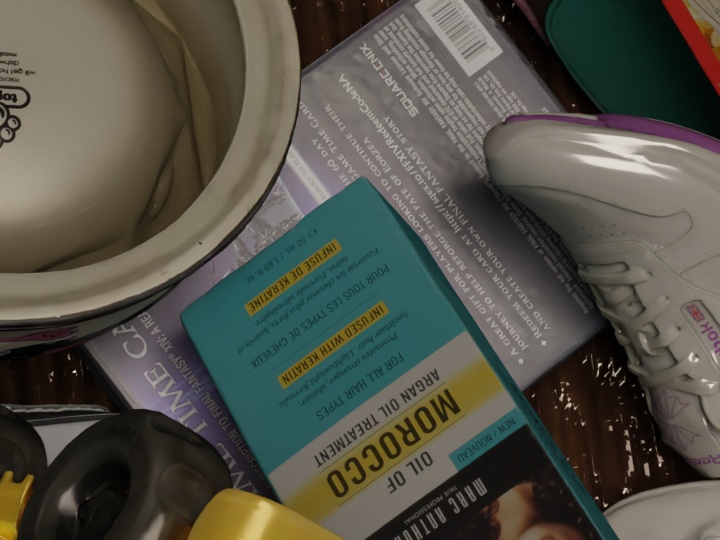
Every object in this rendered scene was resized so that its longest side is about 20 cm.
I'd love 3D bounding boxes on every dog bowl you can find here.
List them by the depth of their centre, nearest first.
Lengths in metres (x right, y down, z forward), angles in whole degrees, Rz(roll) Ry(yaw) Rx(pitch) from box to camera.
[{"bbox_3d":[-0.124,-0.059,0.760,0.199,0.074,0.201,5,64,-11],"label":"dog bowl"}]

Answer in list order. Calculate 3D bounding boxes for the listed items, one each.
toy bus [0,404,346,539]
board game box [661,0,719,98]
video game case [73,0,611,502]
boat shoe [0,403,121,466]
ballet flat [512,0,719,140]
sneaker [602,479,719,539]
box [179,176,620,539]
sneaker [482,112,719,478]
[{"bbox_3d":[-0.083,0.144,0.608,0.136,0.200,0.192,42,63,-34],"label":"toy bus"},{"bbox_3d":[0.182,-0.072,0.815,0.151,0.046,0.200,-20,78,-56],"label":"board game box"},{"bbox_3d":[0.000,0.000,0.821,0.200,0.019,0.143,-37,88,-16],"label":"video game case"},{"bbox_3d":[-0.166,0.060,0.746,0.199,0.074,0.068,-10,63,-3],"label":"boat shoe"},{"bbox_3d":[0.081,-0.122,0.844,0.200,0.069,0.071,41,43,-6],"label":"ballet flat"},{"bbox_3d":[0.146,0.114,0.742,0.088,0.200,0.076,15,91,-52],"label":"sneaker"},{"bbox_3d":[0.021,0.069,0.713,0.082,0.049,0.200,-37,52,5],"label":"box"},{"bbox_3d":[0.121,0.014,0.799,0.200,0.075,0.100,30,80,-22],"label":"sneaker"}]
